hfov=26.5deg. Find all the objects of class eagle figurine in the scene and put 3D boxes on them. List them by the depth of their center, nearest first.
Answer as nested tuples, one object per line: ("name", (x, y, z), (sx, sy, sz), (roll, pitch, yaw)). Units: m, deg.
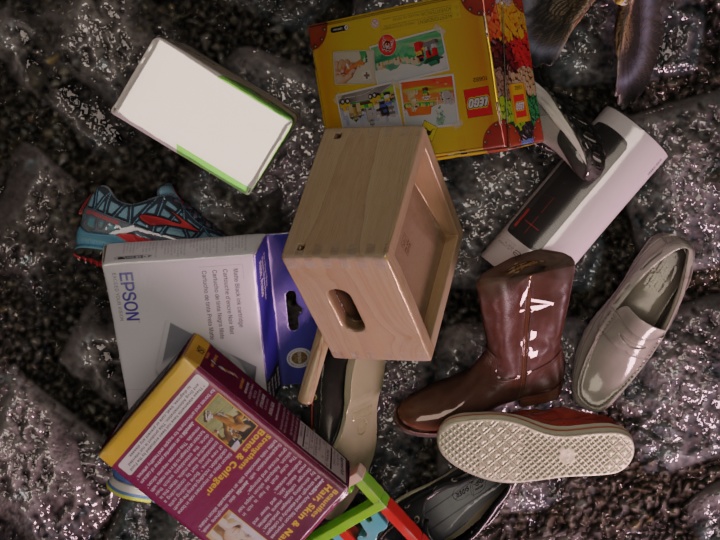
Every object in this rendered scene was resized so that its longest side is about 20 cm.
("eagle figurine", (0.243, -0.272, 1.446), (0.152, 0.151, 0.200), (48, 133, 19))

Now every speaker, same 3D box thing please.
("speaker", (0.211, -0.063, 1.520), (0.081, 0.081, 0.200), (40, 93, -5))

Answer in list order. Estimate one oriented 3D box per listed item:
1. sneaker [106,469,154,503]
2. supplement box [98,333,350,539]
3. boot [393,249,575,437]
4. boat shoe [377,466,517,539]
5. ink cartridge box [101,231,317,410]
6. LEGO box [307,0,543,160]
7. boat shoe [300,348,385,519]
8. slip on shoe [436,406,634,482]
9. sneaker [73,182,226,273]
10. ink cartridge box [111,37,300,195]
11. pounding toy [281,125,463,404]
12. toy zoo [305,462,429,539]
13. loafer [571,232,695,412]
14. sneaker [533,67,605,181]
("sneaker", (-0.153, 0.193, 1.534), (0.200, 0.074, 0.082), (5, 94, -3))
("supplement box", (-0.125, 0.176, 1.440), (0.200, 0.103, 0.131), (41, 98, -6))
("boot", (0.117, 0.068, 1.479), (0.186, 0.064, 0.200), (-17, 140, -10))
("boat shoe", (0.079, 0.257, 1.550), (0.199, 0.066, 0.075), (-32, 97, 2))
("ink cartridge box", (-0.139, 0.055, 1.491), (0.200, 0.041, 0.200), (-5, 128, -1))
("LEGO box", (0.060, -0.179, 1.458), (0.200, 0.077, 0.149), (-5, 97, 33))
("boat shoe", (-0.024, 0.152, 1.543), (0.063, 0.074, 0.202), (19, 108, 33))
("slip on shoe", (0.171, 0.168, 1.521), (0.200, 0.061, 0.074), (2, 111, -12))
("sneaker", (-0.178, -0.043, 1.508), (0.200, 0.079, 0.096), (7, 73, -16))
("ink cartridge box", (-0.140, -0.148, 1.442), (0.145, 0.200, 0.084), (31, 96, -4))
("pounding toy", (0.000, 0.000, 1.431), (0.142, 0.200, 0.184), (1, 52, 22))
("toy zoo", (0.014, 0.297, 1.534), (0.131, 0.020, 0.200), (-35, 105, 27))
("loafer", (0.273, 0.053, 1.536), (0.070, 0.070, 0.200), (26, 94, -4))
("sneaker", (0.163, -0.150, 1.491), (0.079, 0.074, 0.200), (-49, 60, 15))
